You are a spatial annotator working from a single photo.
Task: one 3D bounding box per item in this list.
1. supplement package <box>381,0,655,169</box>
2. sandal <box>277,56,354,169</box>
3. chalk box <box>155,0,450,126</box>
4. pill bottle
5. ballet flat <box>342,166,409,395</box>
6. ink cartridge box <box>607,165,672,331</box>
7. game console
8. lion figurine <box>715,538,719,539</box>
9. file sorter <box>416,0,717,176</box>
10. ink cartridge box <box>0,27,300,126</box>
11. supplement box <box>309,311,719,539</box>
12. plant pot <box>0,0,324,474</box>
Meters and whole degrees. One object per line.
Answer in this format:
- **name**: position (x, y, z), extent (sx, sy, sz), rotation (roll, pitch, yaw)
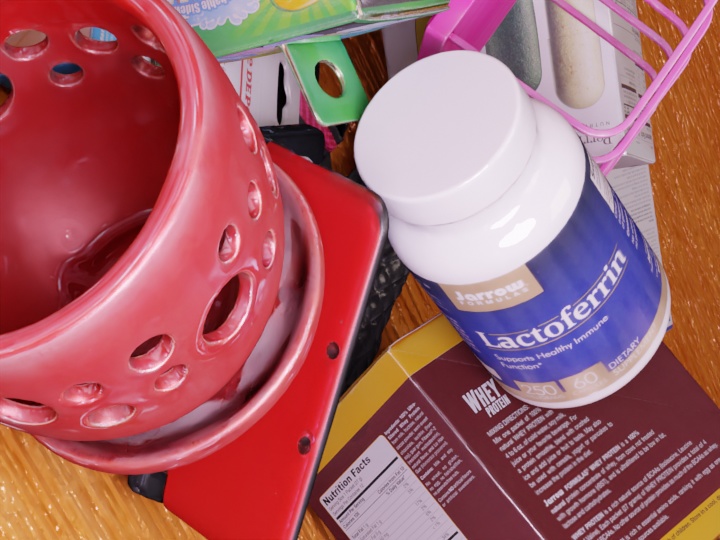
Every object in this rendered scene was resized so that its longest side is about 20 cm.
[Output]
- **supplement package**: position (0.101, -0.161, 1.596), extent (0.151, 0.151, 0.202), rotation (-2, 84, -77)
- **sandal**: position (-0.030, -0.115, 1.441), extent (0.075, 0.045, 0.201), rotation (-56, 149, -51)
- **chalk box**: position (-0.039, -0.172, 1.258), extent (0.124, 0.123, 0.202), rotation (-17, 96, -64)
- **pill bottle**: position (0.081, -0.022, 1.301), extent (0.200, 0.115, 0.116), rotation (50, 42, -46)
- **ballet flat**: position (0.000, 0.000, 1.488), extent (0.057, 0.066, 0.201), rotation (84, 29, -60)
- **ink cartridge box**: position (0.176, -0.036, 1.854), extent (0.196, 0.043, 0.202), rotation (-18, 101, -63)
- **game console**: position (-0.035, 0.037, 1.265), extent (0.172, 0.118, 0.201), rotation (-13, 122, -70)
- **lion figurine**: position (0.171, 0.235, 1.395), extent (0.073, 0.199, 0.123), rotation (57, 8, -61)
- **file sorter**: position (0.116, -0.124, 1.400), extent (0.139, 0.125, 0.200), rotation (-54, 175, -13)
- **ink cartridge box**: position (-0.110, -0.121, 1.310), extent (0.200, 0.066, 0.117), rotation (35, 52, -54)
- **supplement box**: position (0.101, 0.119, 1.448), extent (0.200, 0.133, 0.197), rotation (50, 43, 9)
- **plant pot**: position (-0.127, -0.014, 1.126), extent (0.183, 0.199, 0.202), rotation (51, 40, -58)
